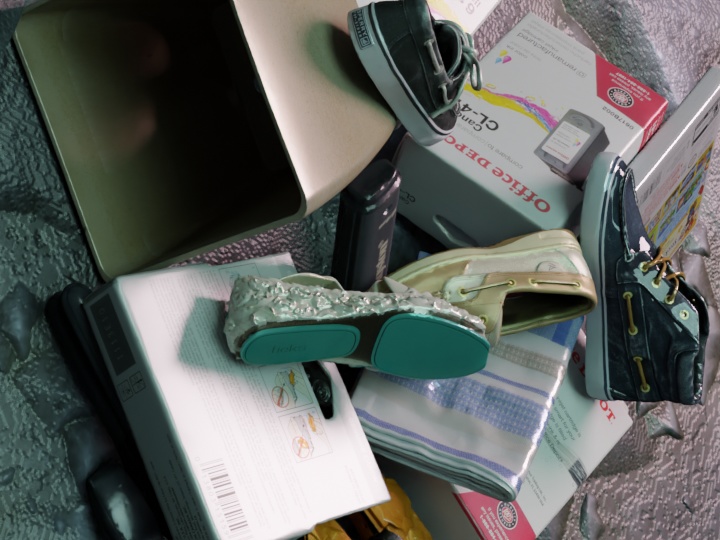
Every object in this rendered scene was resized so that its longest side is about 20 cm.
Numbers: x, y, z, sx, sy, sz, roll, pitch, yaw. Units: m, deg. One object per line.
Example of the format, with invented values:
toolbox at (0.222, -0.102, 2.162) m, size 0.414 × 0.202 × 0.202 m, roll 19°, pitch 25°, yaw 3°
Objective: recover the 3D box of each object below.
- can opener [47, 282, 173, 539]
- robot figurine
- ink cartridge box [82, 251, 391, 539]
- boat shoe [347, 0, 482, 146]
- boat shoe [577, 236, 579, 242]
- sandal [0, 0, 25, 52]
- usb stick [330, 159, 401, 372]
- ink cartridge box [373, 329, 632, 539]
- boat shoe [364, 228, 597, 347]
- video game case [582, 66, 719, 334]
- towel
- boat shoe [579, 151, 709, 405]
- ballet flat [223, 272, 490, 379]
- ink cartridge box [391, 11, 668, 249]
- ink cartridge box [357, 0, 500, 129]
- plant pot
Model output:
can opener at (-0.158, 0.102, 1.308) m, size 0.078 × 0.063 × 0.202 m, roll -25°, pitch 96°, yaw -41°
robot figurine at (-0.029, 0.171, 1.405) m, size 0.201 × 0.058 × 0.145 m, roll 54°, pitch 51°, yaw -18°
ink cartridge box at (-0.082, 0.091, 1.320) m, size 0.173 × 0.043 × 0.201 m, roll -10°, pitch 73°, yaw -51°
boat shoe at (0.050, -0.148, 1.375) m, size 0.199 × 0.068 × 0.074 m, roll 46°, pitch 27°, yaw -64°
boat shoe at (0.219, -0.058, 1.672) m, size 0.200 × 0.069 × 0.067 m, roll -34°, pitch 129°, yaw -50°
sandal at (-0.262, -0.197, 1.316) m, size 0.076 × 0.043 × 0.201 m, roll 53°, pitch 42°, yaw -26°
usb stick at (0.000, 0.000, 1.402) m, size 0.033 × 0.201 × 0.055 m, roll 37°, pitch 56°, yaw 22°
ink cartridge box at (0.105, 0.123, 1.513) m, size 0.200 × 0.084 × 0.145 m, roll -43°, pitch 107°, yaw -38°
boat shoe at (0.085, 0.026, 1.412) m, size 0.198 × 0.074 × 0.067 m, roll -18°, pitch 59°, yaw -18°
video game case at (0.248, -0.050, 1.638) m, size 0.200 × 0.023 × 0.183 m, roll -48°, pitch 154°, yaw -36°
towel at (0.076, 0.074, 1.433) m, size 0.146 × 0.024 × 0.201 m, roll 21°, pitch 46°, yaw 7°
boat shoe at (0.222, 0.007, 1.483) m, size 0.071 × 0.090 × 0.202 m, roll -41°, pitch 130°, yaw -59°
ballet flat at (-0.001, 0.030, 1.332) m, size 0.198 × 0.072 × 0.072 m, roll 6°, pitch 75°, yaw -25°
ink cartridge box at (0.134, -0.097, 1.554) m, size 0.147 × 0.086 × 0.200 m, roll 35°, pitch 50°, yaw 12°
ink cartridge box at (0.010, -0.214, 1.515) m, size 0.146 × 0.087 × 0.200 m, roll 52°, pitch 50°, yaw -17°
plant pot at (-0.090, -0.127, 1.350) m, size 0.177 × 0.199 × 0.202 m, roll -23°, pitch 94°, yaw -52°
